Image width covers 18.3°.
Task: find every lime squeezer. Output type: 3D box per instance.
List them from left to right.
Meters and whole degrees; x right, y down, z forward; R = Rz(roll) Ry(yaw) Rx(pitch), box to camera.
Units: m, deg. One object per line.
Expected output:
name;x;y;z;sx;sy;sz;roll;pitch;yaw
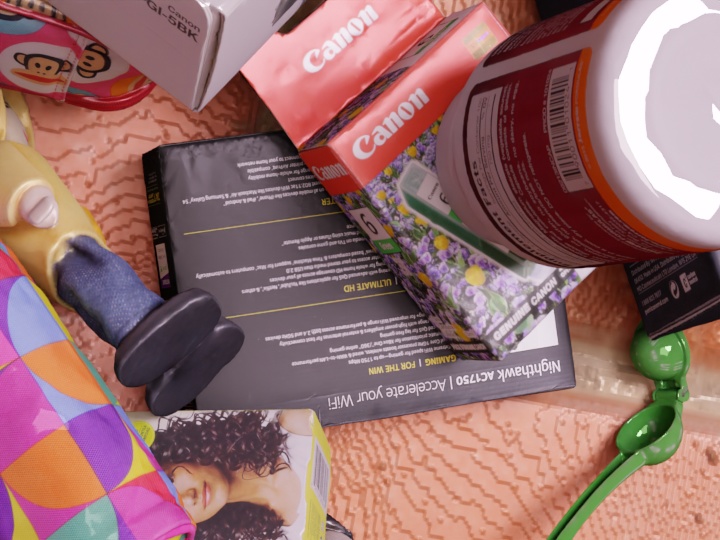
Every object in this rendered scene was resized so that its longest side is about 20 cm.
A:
lime squeezer;0.139;0.055;1.151;0.070;0.038;0.202;18;76;-20

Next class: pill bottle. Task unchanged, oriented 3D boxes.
pill bottle;0.109;-0.059;0.964;0.112;0.200;0.114;1;87;-20

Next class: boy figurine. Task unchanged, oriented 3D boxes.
boy figurine;-0.139;-0.017;1.053;0.064;0.124;0.200;-42;59;-4

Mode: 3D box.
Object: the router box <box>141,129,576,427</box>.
router box;0.000;0.000;1.117;0.198;0.051;0.151;-8;90;-15

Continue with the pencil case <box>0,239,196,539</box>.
pencil case;-0.155;0.058;0.976;0.088;0.088;0.201;-33;78;-12

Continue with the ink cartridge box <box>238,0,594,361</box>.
ink cartridge box;0.035;-0.066;1.070;0.109;0.050;0.200;-42;102;-16

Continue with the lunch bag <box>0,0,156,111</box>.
lunch bag;-0.170;-0.182;1.058;0.198;0.082;0.178;15;66;-12

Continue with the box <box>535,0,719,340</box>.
box;0.194;-0.087;1.115;0.147;0.107;0.201;-16;80;-17

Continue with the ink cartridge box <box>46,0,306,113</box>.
ink cartridge box;-0.065;-0.191;1.003;0.146;0.083;0.200;37;60;8

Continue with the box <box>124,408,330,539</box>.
box;-0.116;0.107;1.041;0.198;0.050;0.076;-3;62;10

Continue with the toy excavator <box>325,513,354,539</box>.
toy excavator;0.028;0.209;1.107;0.194;0.100;0.201;-38;109;-10
